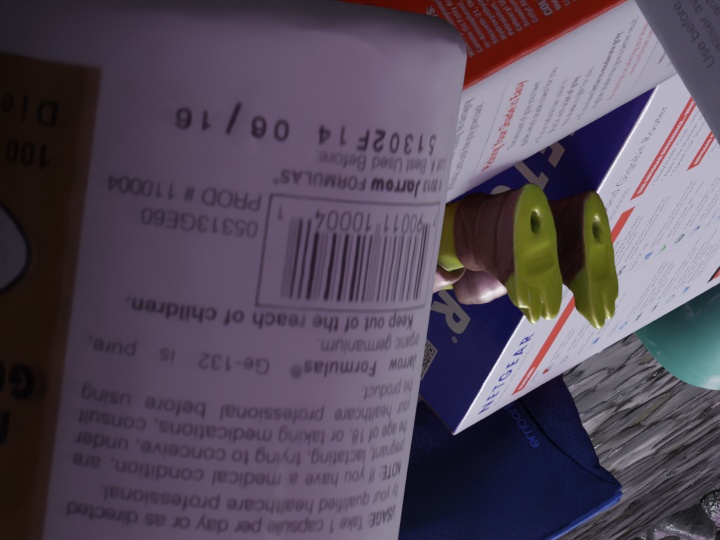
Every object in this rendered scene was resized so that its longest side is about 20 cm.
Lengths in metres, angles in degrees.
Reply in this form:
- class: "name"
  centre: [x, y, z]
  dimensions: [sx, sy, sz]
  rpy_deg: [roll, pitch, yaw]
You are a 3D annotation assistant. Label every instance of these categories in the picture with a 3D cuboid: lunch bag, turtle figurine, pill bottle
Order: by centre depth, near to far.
- class: "pill bottle"
  centre: [-0.045, 0.036, 0.521]
  dimensions: [0.114, 0.201, 0.114]
  rpy_deg: [8, -174, -1]
- class: "turtle figurine"
  centre: [0.000, 0.000, 0.768]
  dimensions: [0.161, 0.065, 0.200]
  rpy_deg: [-5, 162, 26]
- class: "lunch bag"
  centre: [-0.013, 0.085, 0.936]
  dimensions: [0.199, 0.133, 0.136]
  rpy_deg: [-26, 172, -26]

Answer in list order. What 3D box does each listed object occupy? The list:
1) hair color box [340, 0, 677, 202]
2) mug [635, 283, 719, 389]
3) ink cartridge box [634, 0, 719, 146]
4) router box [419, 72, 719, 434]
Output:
- class: "hair color box"
  centre: [0.013, -0.058, 0.651]
  dimensions: [0.199, 0.061, 0.102]
  rpy_deg: [-30, 166, -16]
- class: "mug"
  centre: [0.192, -0.020, 1.064]
  dimensions: [0.152, 0.115, 0.185]
  rpy_deg: [-28, 166, -17]
- class: "ink cartridge box"
  centre: [0.141, -0.072, 0.596]
  dimensions: [0.200, 0.200, 0.041]
  rpy_deg: [-13, 160, -49]
- class: "router box"
  centre: [0.113, -0.047, 0.846]
  dimensions: [0.179, 0.049, 0.200]
  rpy_deg: [-26, 155, -37]
